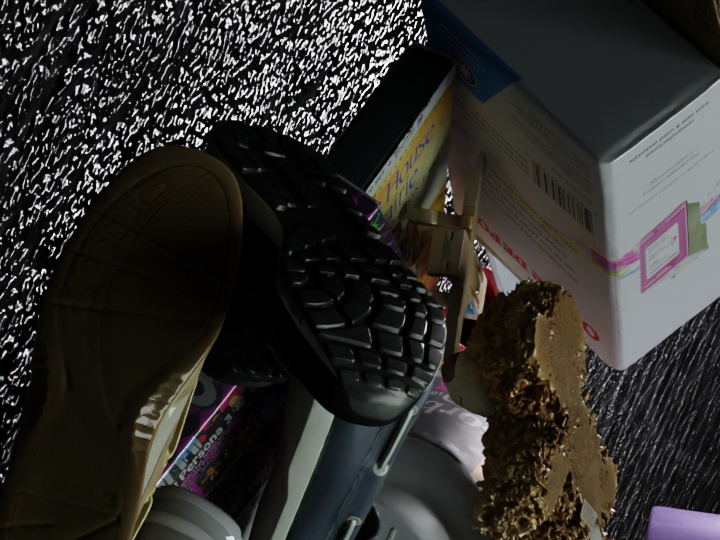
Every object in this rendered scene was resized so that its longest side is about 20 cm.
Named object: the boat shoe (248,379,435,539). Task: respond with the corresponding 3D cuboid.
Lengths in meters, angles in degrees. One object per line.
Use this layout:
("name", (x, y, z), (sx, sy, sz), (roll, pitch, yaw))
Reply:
("boat shoe", (-0.015, 0.109, 1.339), (0.075, 0.061, 0.201), (-93, -163, -56))

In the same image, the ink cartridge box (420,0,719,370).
("ink cartridge box", (0.113, -0.062, 1.509), (0.084, 0.145, 0.200), (-36, 150, -16))

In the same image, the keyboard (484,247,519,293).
("keyboard", (0.085, -0.031, 1.666), (0.056, 0.011, 0.201), (-50, 141, -28))

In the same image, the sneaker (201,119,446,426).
("sneaker", (-0.027, 0.023, 1.211), (0.088, 0.075, 0.200), (-64, -152, 21))

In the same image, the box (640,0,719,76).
("box", (0.141, -0.144, 1.455), (0.021, 0.164, 0.200), (-36, 143, -10))

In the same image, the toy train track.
("toy train track", (0.044, 0.001, 1.530), (0.200, 0.032, 0.116), (51, 48, -80))

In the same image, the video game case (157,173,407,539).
("video game case", (-0.049, 0.068, 1.365), (0.200, 0.036, 0.181), (-51, 161, -9))

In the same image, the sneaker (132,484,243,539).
("sneaker", (-0.120, 0.178, 1.244), (0.201, 0.074, 0.082), (-63, 177, 36))

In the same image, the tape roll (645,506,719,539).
("tape roll", (0.170, 0.227, 1.530), (0.200, 0.065, 0.202), (7, 90, -82))

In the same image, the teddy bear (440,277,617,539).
("teddy bear", (0.085, 0.106, 1.442), (0.145, 0.066, 0.201), (-63, 140, -49))

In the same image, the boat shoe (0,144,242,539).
("boat shoe", (-0.103, 0.046, 1.185), (0.066, 0.074, 0.201), (134, -22, -76))

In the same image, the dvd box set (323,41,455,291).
("dvd box set", (0.000, 0.000, 1.497), (0.147, 0.029, 0.201), (-55, 161, -34))

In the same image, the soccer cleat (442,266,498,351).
("soccer cleat", (0.036, 0.081, 1.680), (0.200, 0.066, 0.077), (-52, 143, -40))

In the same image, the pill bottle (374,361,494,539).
("pill bottle", (0.032, 0.127, 1.516), (0.200, 0.116, 0.117), (-39, 149, -64))
